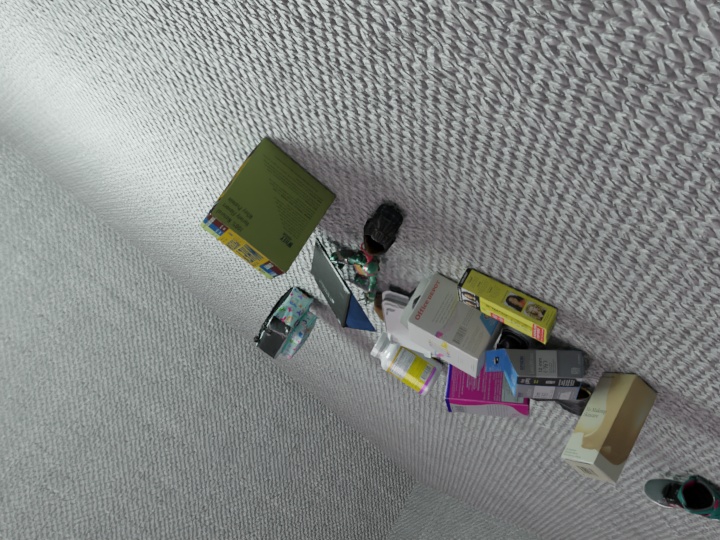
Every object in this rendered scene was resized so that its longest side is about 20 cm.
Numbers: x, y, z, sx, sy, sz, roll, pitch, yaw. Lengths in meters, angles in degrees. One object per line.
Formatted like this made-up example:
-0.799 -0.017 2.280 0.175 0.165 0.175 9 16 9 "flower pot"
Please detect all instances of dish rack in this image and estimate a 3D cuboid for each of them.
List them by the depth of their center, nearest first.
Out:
0.127 0.143 1.916 0.168 0.044 0.202 19 146 22 "dish rack"

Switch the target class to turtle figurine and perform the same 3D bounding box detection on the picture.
0.000 0.000 1.769 0.151 0.100 0.200 56 175 -11 "turtle figurine"

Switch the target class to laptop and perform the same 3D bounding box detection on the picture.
-0.035 0.039 1.919 0.189 0.114 0.203 56 150 32 "laptop"

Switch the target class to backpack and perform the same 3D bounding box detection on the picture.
-0.219 0.158 2.383 0.148 0.202 0.179 29 136 -4 "backpack"

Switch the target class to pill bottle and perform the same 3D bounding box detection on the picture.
0.129 0.259 2.188 0.197 0.105 0.105 33 162 5 "pill bottle"

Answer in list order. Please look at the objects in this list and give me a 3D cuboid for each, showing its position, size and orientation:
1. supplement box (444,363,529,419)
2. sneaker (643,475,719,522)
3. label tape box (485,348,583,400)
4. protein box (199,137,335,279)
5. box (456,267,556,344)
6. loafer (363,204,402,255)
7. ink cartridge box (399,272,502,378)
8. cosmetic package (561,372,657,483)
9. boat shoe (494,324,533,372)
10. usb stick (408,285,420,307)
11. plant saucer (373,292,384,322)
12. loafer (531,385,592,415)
0.306 0.283 1.836 0.194 0.106 0.102 4 153 15 "supplement box"
0.746 0.520 1.794 0.196 0.085 0.121 7 154 40 "sneaker"
0.361 0.219 1.621 0.194 0.068 0.144 -1 154 9 "label tape box"
-0.197 -0.126 1.631 0.197 0.202 0.134 37 161 -14 "protein box"
0.287 0.068 1.519 0.197 0.051 0.076 27 160 22 "box"
0.031 -0.065 1.568 0.072 0.073 0.201 30 162 5 "loafer"
0.195 0.112 1.665 0.197 0.130 0.126 28 162 18 "ink cartridge box"
0.490 0.306 1.521 0.071 0.202 0.105 38 160 -16 "cosmetic package"
0.326 0.175 1.688 0.071 0.069 0.201 29 161 12 "boat shoe"
0.183 0.110 1.805 0.200 0.055 0.033 46 -167 -31 "usb stick"
0.111 0.129 2.015 0.197 0.030 0.201 31 161 12 "plant saucer"
0.426 0.255 1.724 0.195 0.074 0.073 17 152 15 "loafer"
